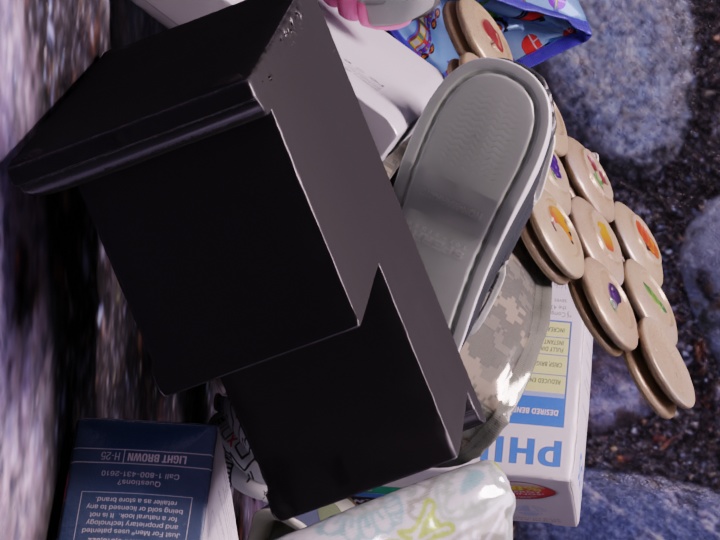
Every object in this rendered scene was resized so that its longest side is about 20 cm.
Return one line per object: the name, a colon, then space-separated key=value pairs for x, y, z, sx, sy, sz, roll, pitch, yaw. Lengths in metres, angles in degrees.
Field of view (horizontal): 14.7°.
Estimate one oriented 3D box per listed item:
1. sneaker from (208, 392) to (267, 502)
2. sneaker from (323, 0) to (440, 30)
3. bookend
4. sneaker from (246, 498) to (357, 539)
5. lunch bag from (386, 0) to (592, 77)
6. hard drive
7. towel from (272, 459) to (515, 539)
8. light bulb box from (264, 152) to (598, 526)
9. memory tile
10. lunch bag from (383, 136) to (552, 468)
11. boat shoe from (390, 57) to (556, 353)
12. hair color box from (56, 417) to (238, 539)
sneaker: x=-0.051 y=0.044 z=1.468 sx=0.108 sy=0.067 sz=0.201 roll=-64 pitch=-161 yaw=17
sneaker: x=0.002 y=-0.190 z=1.291 sx=0.079 sy=0.095 sz=0.200 roll=94 pitch=-28 yaw=-46
bookend: x=-0.034 y=0.013 z=1.041 sx=0.199 sy=0.092 sz=0.200 roll=-75 pitch=144 yaw=-73
sneaker: x=-0.051 y=0.219 z=1.576 sx=0.090 sy=0.067 sz=0.200 roll=21 pitch=78 yaw=-66
lunch bag: x=0.015 y=-0.187 z=1.439 sx=0.200 sy=0.094 sz=0.151 roll=26 pitch=35 yaw=-56
hard drive: x=-0.029 y=-0.102 z=1.227 sx=0.027 sy=0.132 sz=0.200 roll=-54 pitch=179 yaw=12
towel: x=-0.002 y=0.198 z=1.244 sx=0.048 sy=0.171 sz=0.200 roll=25 pitch=-52 yaw=49
light bulb box: x=0.039 y=0.038 z=1.653 sx=0.125 sy=0.198 sz=0.200 roll=72 pitch=23 yaw=-71
memory tile: x=0.101 y=-0.031 z=1.360 sx=0.200 sy=0.017 sz=0.153 roll=50 pitch=22 yaw=-30
lunch bag: x=0.000 y=0.000 z=1.306 sx=0.118 sy=0.164 sz=0.200 roll=-50 pitch=-171 yaw=22
boat shoe: x=0.025 y=0.004 z=1.184 sx=0.200 sy=0.076 sz=0.060 roll=-55 pitch=169 yaw=6
hair color box: x=-0.091 y=0.167 z=1.077 sx=0.100 sy=0.060 sz=0.200 roll=85 pitch=10 yaw=-56
